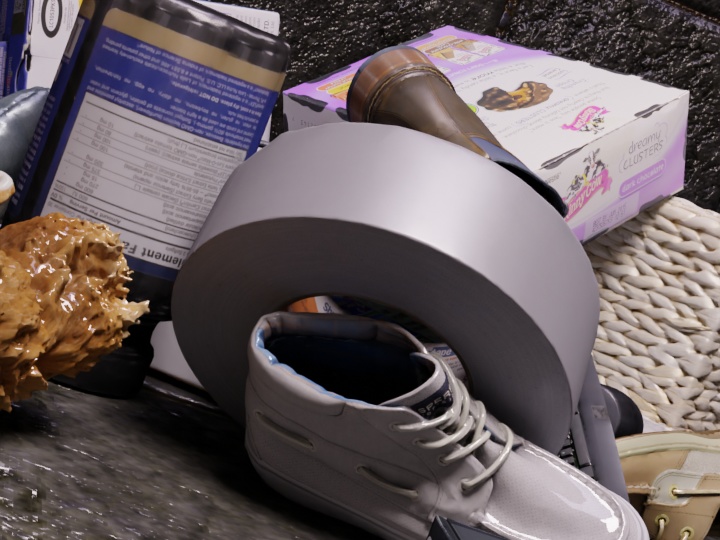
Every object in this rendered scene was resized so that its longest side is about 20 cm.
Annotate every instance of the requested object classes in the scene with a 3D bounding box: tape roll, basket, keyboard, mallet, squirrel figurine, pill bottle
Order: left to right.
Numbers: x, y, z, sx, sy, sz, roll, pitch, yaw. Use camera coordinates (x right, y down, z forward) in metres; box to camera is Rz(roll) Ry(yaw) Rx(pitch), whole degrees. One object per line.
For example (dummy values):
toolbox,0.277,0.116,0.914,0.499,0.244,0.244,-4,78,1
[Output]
squirrel figurine,-0.200,-0.004,0.772,0.200,0.142,0.187,36,-3,5
pill bottle,-0.119,-0.043,0.908,0.111,0.201,0.112,21,7,-3
tape roll,0.012,0.024,0.849,0.199,0.201,0.066,22,50,3
mallet,0.064,0.080,1.030,0.199,0.041,0.066,5,-8,15
keyboard,0.071,0.086,0.949,0.126,0.021,0.200,-12,27,4
basket,0.206,0.035,1.200,0.200,0.162,0.198,25,5,41

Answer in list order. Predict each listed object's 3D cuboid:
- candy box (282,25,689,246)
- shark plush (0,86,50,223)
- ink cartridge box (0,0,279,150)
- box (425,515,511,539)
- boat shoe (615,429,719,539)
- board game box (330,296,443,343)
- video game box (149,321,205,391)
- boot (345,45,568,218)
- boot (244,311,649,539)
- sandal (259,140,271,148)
candy box,0.078,-0.081,1.107,0.199,0.072,0.167,23,36,38
shark plush,-0.244,-0.044,0.905,0.199,0.083,0.091,-13,52,-40
ink cartridge box,-0.158,-0.109,1.108,0.199,0.137,0.076,5,1,-30
box,0.123,0.166,0.661,0.199,0.046,0.159,21,6,-10
boat shoe,0.174,0.131,0.992,0.199,0.067,0.074,-4,-22,-28
board game box,0.000,0.000,0.977,0.134,0.029,0.200,29,-9,-7
video game box,-0.150,0.010,1.064,0.199,0.047,0.182,22,8,2
boot,0.065,-0.021,0.906,0.200,0.075,0.097,50,1,-44
boot,0.036,0.082,0.789,0.199,0.074,0.096,16,-38,15
sandal,-0.033,-0.039,1.080,0.199,0.043,0.076,29,-15,-9
